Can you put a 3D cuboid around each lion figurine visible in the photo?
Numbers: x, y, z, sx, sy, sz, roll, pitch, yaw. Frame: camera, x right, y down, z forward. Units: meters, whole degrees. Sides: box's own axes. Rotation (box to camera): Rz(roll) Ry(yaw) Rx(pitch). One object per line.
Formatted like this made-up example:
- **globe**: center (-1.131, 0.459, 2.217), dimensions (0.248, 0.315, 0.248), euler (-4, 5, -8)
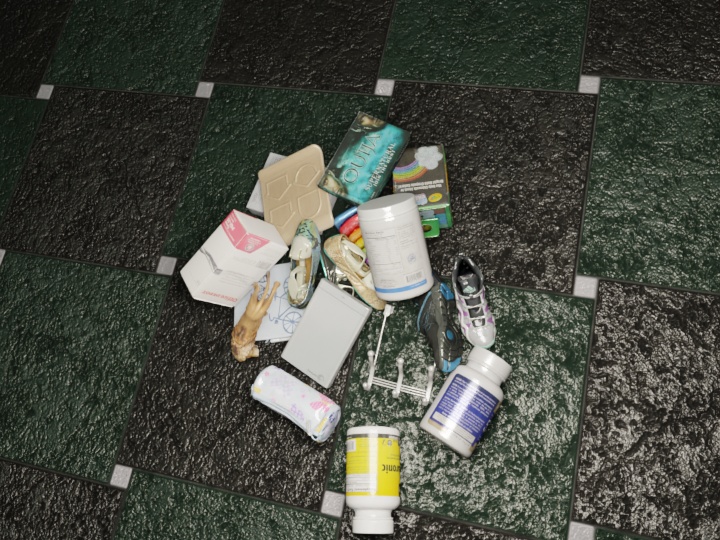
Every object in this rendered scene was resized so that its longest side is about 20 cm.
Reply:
- **lion figurine**: center (-0.236, 0.103, 1.536), dimensions (0.072, 0.201, 0.123), euler (20, 44, 1)

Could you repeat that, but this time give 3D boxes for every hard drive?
- **hard drive**: center (-0.076, 0.137, 1.537), dimensions (0.131, 0.027, 0.201), euler (32, 101, 18)

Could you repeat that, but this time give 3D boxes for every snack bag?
- **snack bag**: center (-0.207, 0.078, 1.630), dimensions (0.198, 0.021, 0.190), euler (-8, 69, 13)

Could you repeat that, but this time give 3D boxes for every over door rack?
- **over door rack**: center (0.097, 0.173, 1.504), dimensions (0.147, 0.067, 0.201), euler (12, 74, 15)

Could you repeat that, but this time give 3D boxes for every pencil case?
- **pencil case**: center (-0.139, 0.286, 1.506), dimensions (0.199, 0.083, 0.091), euler (30, 57, 21)

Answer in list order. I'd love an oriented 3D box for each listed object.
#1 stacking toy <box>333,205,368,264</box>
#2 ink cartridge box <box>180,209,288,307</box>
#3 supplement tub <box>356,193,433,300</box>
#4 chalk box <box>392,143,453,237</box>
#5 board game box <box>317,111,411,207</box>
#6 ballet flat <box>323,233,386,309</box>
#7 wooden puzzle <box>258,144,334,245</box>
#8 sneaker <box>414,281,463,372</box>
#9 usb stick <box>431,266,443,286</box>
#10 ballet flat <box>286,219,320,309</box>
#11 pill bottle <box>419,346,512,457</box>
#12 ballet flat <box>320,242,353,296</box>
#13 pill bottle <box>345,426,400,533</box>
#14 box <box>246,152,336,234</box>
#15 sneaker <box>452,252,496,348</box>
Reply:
- **stacking toy**: center (0.031, -0.053, 1.591), dimensions (0.109, 0.116, 0.201), euler (-29, 79, 2)
- **ink cartridge box**: center (-0.283, -0.023, 1.571), dimensions (0.200, 0.146, 0.083), euler (-45, 59, 16)
- **supplement tub**: center (0.074, -0.049, 1.476), dimensions (0.131, 0.132, 0.202), euler (-11, 105, 8)
- **chalk box**: center (0.141, -0.162, 1.585), dimensions (0.124, 0.124, 0.202), euler (-6, 71, 10)
- **board game box**: center (0.009, -0.242, 1.554), dimensions (0.135, 0.028, 0.201), euler (26, 78, 15)
- **ballet flat**: center (0.000, 0.000, 1.548), dimensions (0.200, 0.071, 0.065), euler (47, 127, -6)
- **wooden puzzle**: center (-0.146, -0.166, 1.627), dimensions (0.184, 0.046, 0.202), euler (-21, 71, 28)
- **sneaker**: center (0.160, 0.126, 1.459), dimensions (0.082, 0.073, 0.201), euler (-29, 46, 32)
- **usb stick**: center (0.139, 0.009, 1.562), dimensions (0.055, 0.033, 0.201), euler (-42, 63, 16)
- **ballet flat**: center (-0.130, -0.012, 1.550), dimensions (0.074, 0.074, 0.202), euler (4, 97, 14)
- **pill bottle**: center (0.218, 0.261, 1.417), dimensions (0.119, 0.120, 0.201), euler (30, 80, 20)
- **ballet flat**: center (-0.051, 0.032, 1.593), dimensions (0.068, 0.068, 0.202), euler (-9, 79, -1)
- **pill bottle**: center (0.025, 0.420, 1.408), dimensions (0.110, 0.111, 0.202), euler (-3, 71, 11)
- **box**: center (-0.158, -0.188, 1.704), dimensions (0.199, 0.041, 0.157), euler (18, 76, 17)
- **sneaker**: center (0.231, 0.059, 1.474), dimensions (0.077, 0.140, 0.201), euler (-18, 67, 5)
